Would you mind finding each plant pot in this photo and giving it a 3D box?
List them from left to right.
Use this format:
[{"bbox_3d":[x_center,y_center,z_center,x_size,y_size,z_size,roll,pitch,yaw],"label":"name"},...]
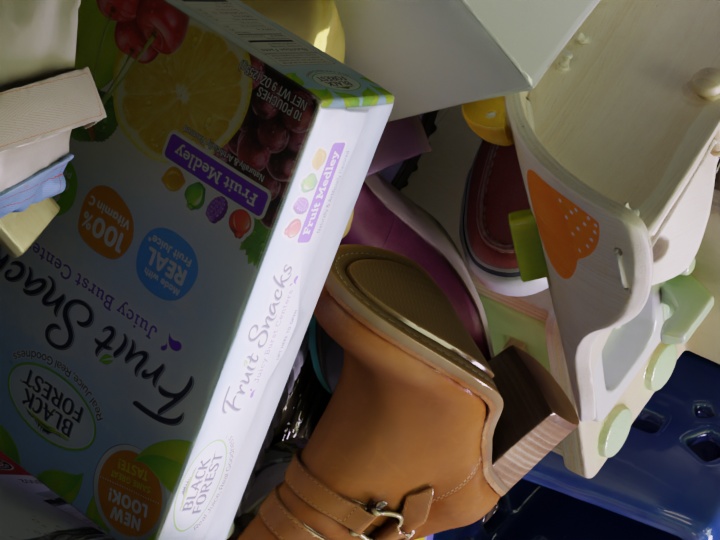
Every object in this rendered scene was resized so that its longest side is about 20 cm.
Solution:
[{"bbox_3d":[0.146,0.125,1.569,0.180,0.199,0.201,-50,149,-38],"label":"plant pot"}]

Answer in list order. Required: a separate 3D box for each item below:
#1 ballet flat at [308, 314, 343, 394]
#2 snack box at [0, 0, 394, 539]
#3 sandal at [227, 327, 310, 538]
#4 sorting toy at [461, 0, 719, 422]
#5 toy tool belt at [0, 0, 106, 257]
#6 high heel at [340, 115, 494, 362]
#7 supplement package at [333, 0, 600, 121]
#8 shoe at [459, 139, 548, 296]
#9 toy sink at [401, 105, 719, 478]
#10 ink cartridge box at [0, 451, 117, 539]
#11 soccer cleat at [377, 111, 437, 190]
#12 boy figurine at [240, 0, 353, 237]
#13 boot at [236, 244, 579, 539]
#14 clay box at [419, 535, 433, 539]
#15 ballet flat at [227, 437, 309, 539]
[{"bbox_3d":[0.018,0.051,1.371,0.200,0.068,0.068,78,27,-67],"label":"ballet flat"},{"bbox_3d":[-0.084,-0.009,1.073,0.053,0.142,0.201,-5,123,-53],"label":"snack box"},{"bbox_3d":[-0.056,0.035,1.274,0.083,0.049,0.203,95,12,-46],"label":"sandal"},{"bbox_3d":[0.120,-0.031,1.218,0.200,0.106,0.181,-54,150,-38],"label":"sorting toy"},{"bbox_3d":[-0.176,-0.029,0.942,0.200,0.124,0.124,-34,131,-45],"label":"toy tool belt"},{"bbox_3d":[0.000,0.000,1.273,0.096,0.067,0.201,-21,118,-2],"label":"high heel"},{"bbox_3d":[0.060,-0.178,1.165,0.117,0.117,0.200,49,63,-19],"label":"supplement package"},{"bbox_3d":[0.094,-0.092,1.288,0.201,0.071,0.091,-65,157,-22],"label":"shoe"},{"bbox_3d":[0.102,0.016,1.391,0.112,0.199,0.131,-51,150,-27],"label":"toy sink"},{"bbox_3d":[-0.130,0.139,1.068,0.147,0.199,0.083,8,105,-62],"label":"ink cartridge box"},{"bbox_3d":[0.004,-0.120,1.271,0.073,0.068,0.201,0,118,-35],"label":"soccer cleat"},{"bbox_3d":[-0.059,-0.036,1.150,0.124,0.065,0.201,4,123,-23],"label":"boy figurine"},{"bbox_3d":[-0.005,0.076,1.226,0.155,0.077,0.200,-38,149,12],"label":"boot"},{"bbox_3d":[-0.034,0.182,1.444,0.200,0.047,0.116,-35,140,-46],"label":"clay box"},{"bbox_3d":[-0.052,0.143,1.329,0.200,0.069,0.071,-52,173,-40],"label":"ballet flat"}]
